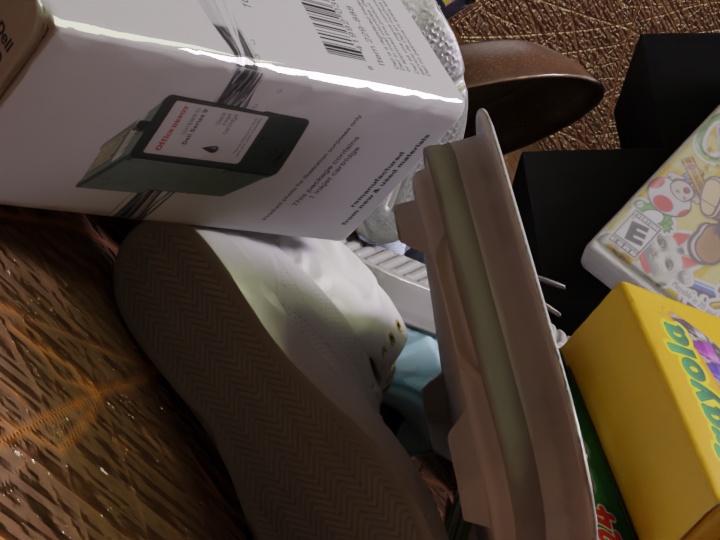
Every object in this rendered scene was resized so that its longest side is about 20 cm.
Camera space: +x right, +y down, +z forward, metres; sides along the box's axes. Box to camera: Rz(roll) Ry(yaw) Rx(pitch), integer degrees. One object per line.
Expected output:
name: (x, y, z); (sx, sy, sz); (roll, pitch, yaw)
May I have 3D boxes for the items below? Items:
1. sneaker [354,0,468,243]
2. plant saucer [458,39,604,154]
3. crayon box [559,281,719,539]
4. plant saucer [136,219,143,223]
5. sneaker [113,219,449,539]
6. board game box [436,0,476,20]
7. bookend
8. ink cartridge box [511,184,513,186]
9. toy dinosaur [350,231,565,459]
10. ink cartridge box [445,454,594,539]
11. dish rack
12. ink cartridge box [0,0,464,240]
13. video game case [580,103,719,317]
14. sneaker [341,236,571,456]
sneaker: (-0.006, -0.112, 0.758); (0.070, 0.080, 0.202); (-15, 100, -38)
plant saucer: (0.045, -0.095, 1.026); (0.200, 0.199, 0.037); (19, 56, -73)
crayon box: (0.165, 0.081, 0.736); (0.199, 0.051, 0.127); (19, 36, -31)
plant saucer: (-0.071, -0.091, 0.758); (0.200, 0.037, 0.201); (30, 50, -43)
sneaker: (-0.001, 0.060, 0.659); (0.201, 0.074, 0.115); (59, 27, 12)
board game box: (-0.036, -0.176, 0.995); (0.057, 0.165, 0.200); (49, 13, -36)
bookend: (0.164, -0.043, 0.985); (0.092, 0.199, 0.200); (99, -14, -57)
ink cartridge box: (0.119, 0.041, 1.051); (0.088, 0.144, 0.201); (94, -17, -45)
toy dinosaur: (0.000, 0.000, 0.885); (0.105, 0.199, 0.182); (109, -2, -59)
ink cartridge box: (0.116, 0.129, 0.852); (0.147, 0.076, 0.200); (17, 10, 3)
dish rack: (0.049, 0.060, 0.629); (0.200, 0.043, 0.172); (80, 0, -53)
ink cartridge box: (-0.079, -0.097, 0.615); (0.199, 0.084, 0.146); (6, 47, -48)
video game case: (0.246, -0.005, 0.902); (0.200, 0.182, 0.023); (39, -26, 15)
sneaker: (0.043, 0.050, 0.787); (0.199, 0.082, 0.074); (24, 11, -28)
